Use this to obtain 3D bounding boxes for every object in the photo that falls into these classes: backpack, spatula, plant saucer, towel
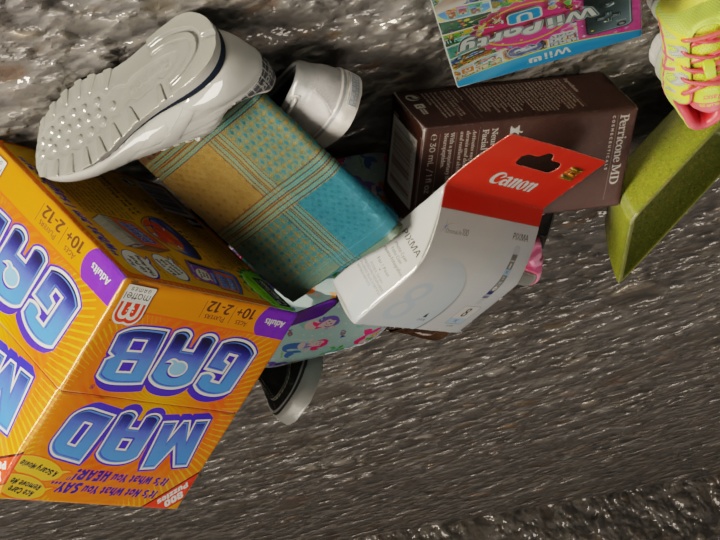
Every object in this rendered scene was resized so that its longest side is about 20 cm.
[{"bbox_3d":[-0.036,-0.015,1.510,0.200,0.151,0.178,-17,149,-15],"label":"backpack"},{"bbox_3d":[0.000,0.000,1.406,0.200,0.021,0.057,-38,177,-21],"label":"spatula"},{"bbox_3d":[0.291,-0.099,1.552,0.200,0.048,0.200,-47,165,-9],"label":"plant saucer"},{"bbox_3d":[-0.079,-0.070,1.315,0.200,0.022,0.147,43,135,-17],"label":"towel"}]

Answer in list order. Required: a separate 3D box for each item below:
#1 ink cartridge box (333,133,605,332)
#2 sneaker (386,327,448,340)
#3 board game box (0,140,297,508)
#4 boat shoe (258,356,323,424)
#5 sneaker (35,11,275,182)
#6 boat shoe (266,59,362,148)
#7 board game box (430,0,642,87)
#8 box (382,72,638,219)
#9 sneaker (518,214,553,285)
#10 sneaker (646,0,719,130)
[{"bbox_3d":[0.097,-0.024,1.363,0.200,0.047,0.160,-39,154,26],"label":"ink cartridge box"},{"bbox_3d":[-0.002,0.033,1.658,0.200,0.076,0.070,30,156,-18],"label":"sneaker"},{"bbox_3d":[-0.218,0.046,1.337,0.200,0.200,0.200,15,112,-53],"label":"board game box"},{"bbox_3d":[-0.084,0.076,1.596,0.064,0.200,0.071,30,108,-21],"label":"boat shoe"},{"bbox_3d":[-0.155,-0.111,1.231,0.200,0.077,0.080,-24,154,31],"label":"sneaker"},{"bbox_3d":[-0.077,-0.107,1.339,0.068,0.072,0.200,21,153,-26],"label":"boat shoe"},{"bbox_3d":[0.119,-0.210,1.173,0.147,0.064,0.200,-16,163,6],"label":"board game box"},{"bbox_3d":[0.126,-0.101,1.425,0.200,0.075,0.100,-9,125,-21],"label":"box"},{"bbox_3d":[0.158,-0.077,1.612,0.079,0.095,0.200,22,147,14],"label":"sneaker"},{"bbox_3d":[0.277,-0.176,1.351,0.078,0.090,0.200,-14,161,6],"label":"sneaker"}]
